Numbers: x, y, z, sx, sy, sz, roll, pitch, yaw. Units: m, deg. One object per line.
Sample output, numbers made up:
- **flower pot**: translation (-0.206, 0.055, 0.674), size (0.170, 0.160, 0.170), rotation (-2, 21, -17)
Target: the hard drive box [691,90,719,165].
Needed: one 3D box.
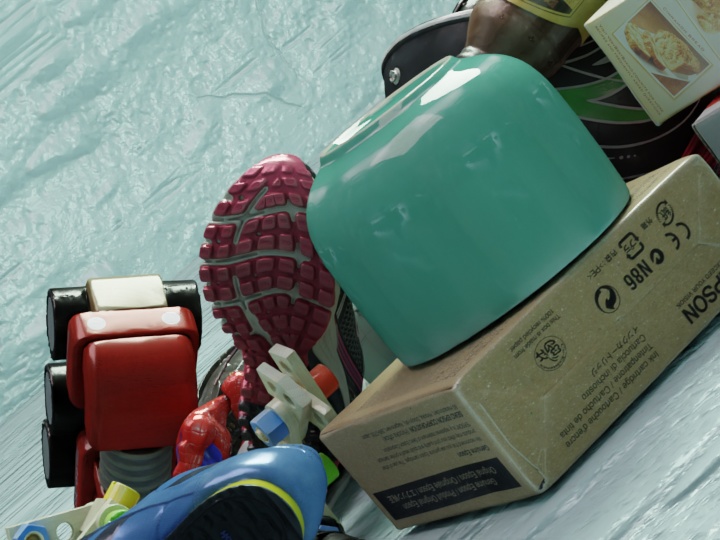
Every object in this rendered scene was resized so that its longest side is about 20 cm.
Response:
- **hard drive box**: translation (0.296, -0.123, 1.435), size (0.200, 0.077, 0.156), rotation (-33, 8, 38)

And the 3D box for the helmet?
- **helmet**: translation (0.117, -0.108, 1.653), size (0.200, 0.200, 0.191), rotation (-27, 27, 57)

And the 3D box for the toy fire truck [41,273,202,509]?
- **toy fire truck**: translation (-0.155, 0.125, 1.683), size (0.128, 0.176, 0.200), rotation (-3, 41, -14)

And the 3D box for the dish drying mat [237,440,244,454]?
- **dish drying mat**: translation (-0.031, 0.053, 1.751), size (0.200, 0.018, 0.077), rotation (-64, -21, -10)

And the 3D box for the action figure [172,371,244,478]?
- **action figure**: translation (-0.113, 0.151, 1.619), size (0.065, 0.052, 0.200), rotation (11, -75, -87)

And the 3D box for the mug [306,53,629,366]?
- **mug**: translation (0.045, -0.042, 1.418), size (0.152, 0.114, 0.185), rotation (-39, 7, -3)

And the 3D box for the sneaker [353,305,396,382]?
- **sneaker**: translation (0.000, 0.000, 1.585), size (0.074, 0.118, 0.201), rotation (-52, -17, -31)

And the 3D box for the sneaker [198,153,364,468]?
- **sneaker**: translation (-0.040, 0.020, 1.513), size (0.080, 0.200, 0.075), rotation (8, 37, 15)

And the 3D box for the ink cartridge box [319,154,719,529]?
- **ink cartridge box**: translation (0.096, 0.040, 1.415), size (0.200, 0.075, 0.165), rotation (-43, 7, -26)

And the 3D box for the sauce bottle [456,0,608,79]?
- **sauce bottle**: translation (0.106, -0.152, 1.537), size (0.200, 0.065, 0.065), rotation (-52, 11, -16)

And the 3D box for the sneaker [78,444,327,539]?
- **sneaker**: translation (-0.099, 0.143, 1.304), size (0.200, 0.066, 0.078), rotation (-29, 13, 21)

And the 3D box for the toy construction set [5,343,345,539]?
- **toy construction set**: translation (-0.082, 0.134, 1.481), size (0.200, 0.131, 0.092), rotation (-39, 8, -4)

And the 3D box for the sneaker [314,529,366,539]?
- **sneaker**: translation (-0.029, 0.158, 1.345), size (0.099, 0.070, 0.200), rotation (-35, 16, 20)

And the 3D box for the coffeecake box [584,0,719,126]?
- **coffeecake box**: translation (0.240, -0.181, 1.465), size (0.200, 0.073, 0.154), rotation (-32, 7, 40)

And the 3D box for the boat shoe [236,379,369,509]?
- **boat shoe**: translation (-0.016, 0.100, 1.671), size (0.065, 0.074, 0.200), rotation (-2, 30, 21)

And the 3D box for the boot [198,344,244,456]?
- **boot**: translation (-0.066, 0.078, 1.859), size (0.174, 0.069, 0.200), rotation (-54, 5, 43)

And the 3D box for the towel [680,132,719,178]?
- **towel**: translation (0.215, -0.076, 1.581), size (0.200, 0.022, 0.145), rotation (-46, -14, -50)
